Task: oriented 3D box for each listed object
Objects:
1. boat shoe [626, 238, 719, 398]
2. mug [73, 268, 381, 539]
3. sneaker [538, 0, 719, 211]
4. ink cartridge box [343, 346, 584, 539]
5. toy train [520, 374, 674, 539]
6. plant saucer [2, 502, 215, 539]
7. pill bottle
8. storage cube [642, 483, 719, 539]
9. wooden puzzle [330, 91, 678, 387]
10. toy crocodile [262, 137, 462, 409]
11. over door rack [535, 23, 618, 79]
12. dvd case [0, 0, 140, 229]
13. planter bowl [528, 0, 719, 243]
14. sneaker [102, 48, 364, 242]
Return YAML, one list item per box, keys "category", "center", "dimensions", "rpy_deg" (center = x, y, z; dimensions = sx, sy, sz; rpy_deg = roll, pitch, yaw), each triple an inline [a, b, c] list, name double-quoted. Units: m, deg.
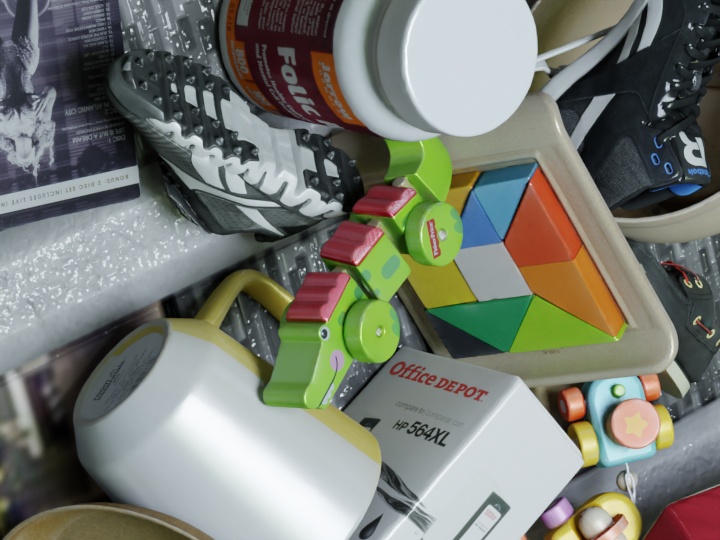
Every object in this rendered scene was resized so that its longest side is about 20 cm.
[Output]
- category: "boat shoe"
  center: [0.197, 0.020, 1.816]
  dimensions: [0.063, 0.074, 0.201]
  rpy_deg: [-51, 152, -6]
- category: "mug"
  center: [-0.093, 0.100, 1.659]
  dimensions: [0.149, 0.187, 0.153]
  rpy_deg: [-40, 113, 16]
- category: "sneaker"
  center: [0.199, -0.112, 1.656]
  dimensions: [0.073, 0.112, 0.200]
  rpy_deg: [1, 142, -49]
- category: "ink cartridge box"
  center: [0.022, 0.152, 1.716]
  dimensions: [0.200, 0.146, 0.084]
  rpy_deg: [-48, 118, -17]
- category: "toy train"
  center: [0.130, 0.135, 1.813]
  dimensions: [0.150, 0.056, 0.201]
  rpy_deg: [28, 79, -10]
- category: "plant saucer"
  center: [-0.125, 0.208, 1.623]
  dimensions: [0.201, 0.199, 0.036]
  rpy_deg: [63, 34, -25]
- category: "pill bottle"
  center: [0.010, -0.138, 1.623]
  dimensions: [0.113, 0.200, 0.115]
  rpy_deg: [-6, 102, -32]
- category: "storage cube"
  center: [0.287, 0.248, 1.852]
  dimensions: [0.170, 0.200, 0.180]
  rpy_deg: [-19, 64, -29]
- category: "wooden puzzle"
  center: [0.084, -0.009, 1.708]
  dimensions: [0.037, 0.184, 0.201]
  rpy_deg: [-51, 122, -42]
- category: "toy crocodile"
  center: [0.000, 0.000, 1.625]
  dimensions: [0.062, 0.067, 0.201]
  rpy_deg: [51, 60, -35]
- category: "over door rack"
  center: [0.125, -0.201, 1.721]
  dimensions: [0.199, 0.067, 0.148]
  rpy_deg: [-25, 77, -9]
- category: "dvd case"
  center: [-0.206, -0.126, 1.594]
  dimensions: [0.148, 0.016, 0.202]
  rpy_deg: [-14, 105, -32]
- category: "planter bowl"
  center: [0.209, -0.102, 1.783]
  dimensions: [0.201, 0.199, 0.135]
  rpy_deg: [-63, 149, -8]
- category: "sneaker"
  center: [-0.092, -0.064, 1.635]
  dimensions: [0.199, 0.090, 0.067]
  rpy_deg: [27, 40, -42]
